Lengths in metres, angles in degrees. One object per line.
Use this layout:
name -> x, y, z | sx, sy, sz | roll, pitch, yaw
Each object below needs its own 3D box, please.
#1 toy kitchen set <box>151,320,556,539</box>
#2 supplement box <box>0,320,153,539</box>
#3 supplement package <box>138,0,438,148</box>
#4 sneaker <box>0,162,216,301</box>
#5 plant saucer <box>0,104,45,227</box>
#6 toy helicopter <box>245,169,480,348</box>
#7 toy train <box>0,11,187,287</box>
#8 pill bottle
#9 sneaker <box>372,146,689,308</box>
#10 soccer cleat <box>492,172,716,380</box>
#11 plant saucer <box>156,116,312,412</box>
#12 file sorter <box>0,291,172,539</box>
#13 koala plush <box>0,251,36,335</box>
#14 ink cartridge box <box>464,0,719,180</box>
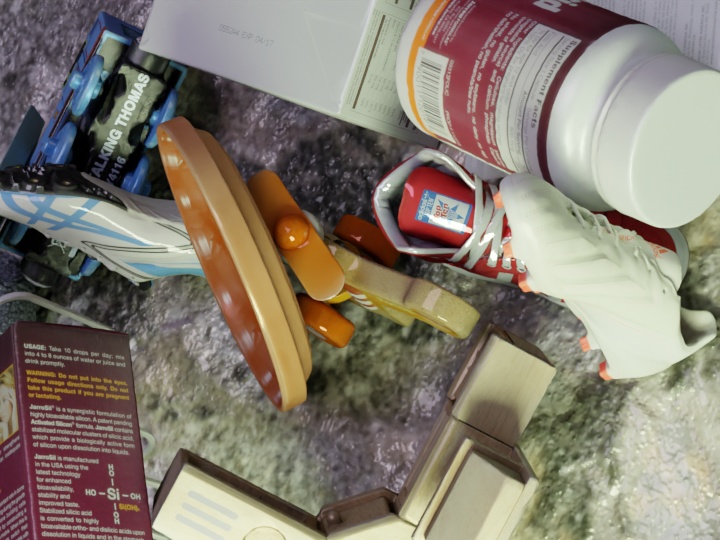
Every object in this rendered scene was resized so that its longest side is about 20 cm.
toy kitchen set -> 0.000, 0.109, 1.460 | 0.201, 0.180, 0.163 | -62, 7, 5
supplement box -> -0.193, 0.146, 1.518 | 0.110, 0.085, 0.201 | -37, 54, 47
supplement package -> -0.027, -0.190, 1.658 | 0.199, 0.111, 0.157 | 21, 94, 40
sneaker -> -0.173, -0.026, 1.690 | 0.072, 0.199, 0.073 | -98, 23, -73
plant saucer -> -0.263, -0.054, 1.786 | 0.200, 0.019, 0.070 | -79, 13, -65
toy helicopter -> 0.000, 0.000, 1.542 | 0.200, 0.132, 0.079 | 20, 76, 52
toy train -> -0.193, -0.085, 1.768 | 0.201, 0.086, 0.114 | -62, 16, 15
pill bottle -> 0.124, -0.104, 1.459 | 0.200, 0.114, 0.115 | 29, 94, 43
sneaker -> 0.097, -0.024, 1.511 | 0.199, 0.112, 0.072 | 9, 80, 39
soccer cleat -> 0.141, -0.004, 1.418 | 0.077, 0.200, 0.070 | -22, 51, 19
plant saucer -> -0.077, -0.006, 1.570 | 0.032, 0.201, 0.201 | -23, 56, -9
file sorter -> -0.216, 0.137, 1.693 | 0.124, 0.139, 0.201 | -37, 56, 19
koala plush -> -0.355, 0.028, 1.795 | 0.183, 0.200, 0.178 | 20, 88, 40
ink cartridge box -> 0.160, -0.134, 1.548 | 0.199, 0.047, 0.161 | -6, 72, 43
